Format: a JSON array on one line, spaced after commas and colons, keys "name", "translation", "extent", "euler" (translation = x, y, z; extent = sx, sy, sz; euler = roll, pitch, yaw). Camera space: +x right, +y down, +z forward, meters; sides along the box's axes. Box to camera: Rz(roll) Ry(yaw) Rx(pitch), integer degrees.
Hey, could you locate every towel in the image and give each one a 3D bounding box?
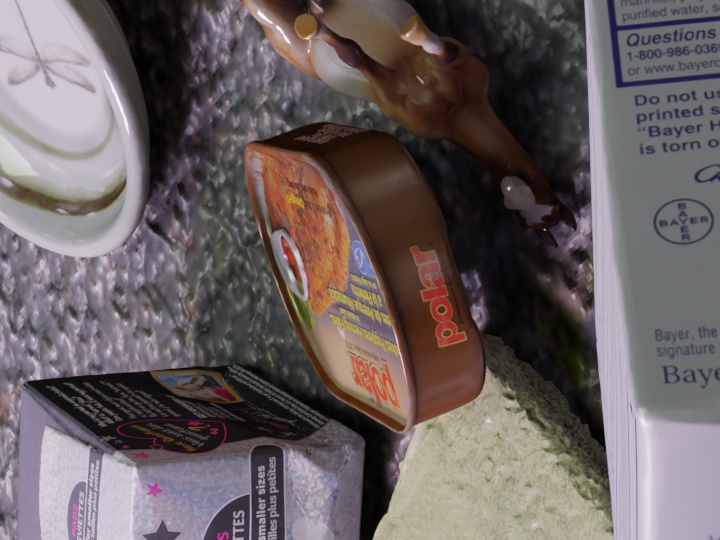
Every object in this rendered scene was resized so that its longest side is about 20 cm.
[{"name": "towel", "translation": [0.072, 0.131, 0.992], "extent": [0.200, 0.036, 0.149], "euler": [51, 132, 38]}]

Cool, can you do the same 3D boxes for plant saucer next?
[{"name": "plant saucer", "translation": [-0.160, -0.103, 1.221], "extent": [0.200, 0.050, 0.201], "euler": [32, 143, 27]}]

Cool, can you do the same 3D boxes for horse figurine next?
[{"name": "horse figurine", "translation": [-0.008, -0.091, 0.983], "extent": [0.200, 0.132, 0.050], "euler": [33, 91, 33]}]

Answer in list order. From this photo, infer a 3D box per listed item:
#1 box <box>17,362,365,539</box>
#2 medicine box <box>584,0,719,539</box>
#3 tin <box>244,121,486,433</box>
[{"name": "box", "translation": [-0.079, 0.156, 1.118], "extent": [0.132, 0.114, 0.202], "euler": [25, 116, 59]}, {"name": "medicine box", "translation": [0.120, 0.015, 0.737], "extent": [0.183, 0.102, 0.201], "euler": [82, -174, -50]}, {"name": "tin", "translation": [0.000, 0.000, 1.005], "extent": [0.200, 0.042, 0.113], "euler": [-158, 52, -74]}]
